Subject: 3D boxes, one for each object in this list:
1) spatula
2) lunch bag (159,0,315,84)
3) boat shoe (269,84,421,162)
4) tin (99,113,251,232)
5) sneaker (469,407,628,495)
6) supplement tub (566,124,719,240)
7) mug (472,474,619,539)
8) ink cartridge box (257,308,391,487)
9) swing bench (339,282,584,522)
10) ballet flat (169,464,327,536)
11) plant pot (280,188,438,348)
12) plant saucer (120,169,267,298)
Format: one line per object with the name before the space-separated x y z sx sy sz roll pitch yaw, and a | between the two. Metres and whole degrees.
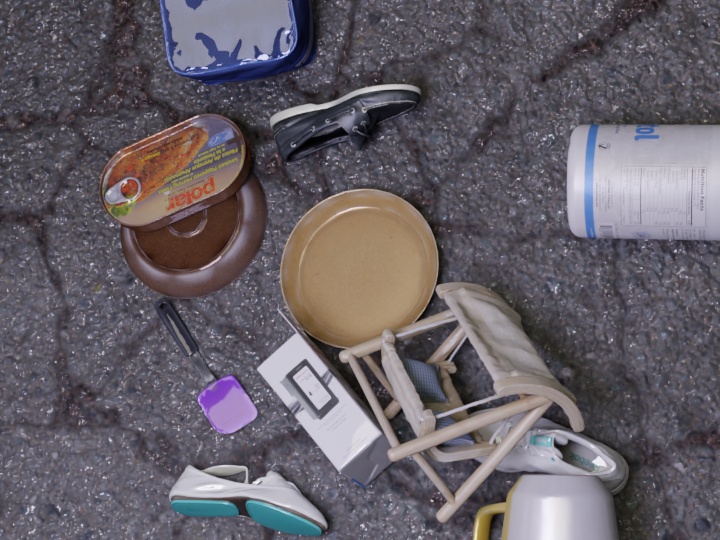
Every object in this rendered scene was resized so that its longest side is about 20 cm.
spatula | -0.199 0.113 1.849 0.056 0.021 0.201 -32 65 -10
lunch bag | -0.159 -0.310 1.914 0.198 0.132 0.138 -6 88 12
boat shoe | -0.016 -0.178 1.865 0.197 0.075 0.067 -11 73 11
tin | -0.231 -0.120 1.890 0.198 0.042 0.113 -22 65 7
sneaker | 0.202 0.194 1.686 0.198 0.089 0.076 13 78 18
supplement tub | 0.340 -0.101 1.719 0.198 0.132 0.133 1 73 14
mug | 0.196 0.296 1.612 0.185 0.149 0.155 -1 83 18
ink cartridge box | -0.046 0.148 1.749 0.068 0.116 0.200 -40 67 0
swing bench | 0.111 0.128 1.667 0.199 0.130 0.199 -35 37 3
ballet flat | -0.129 0.262 1.769 0.198 0.069 0.070 6 75 17
plant pot | 0.000 0.000 1.831 0.198 0.027 0.202 -4 73 13
plant saucer | -0.217 -0.066 1.906 0.198 0.032 0.202 -5 71 14
